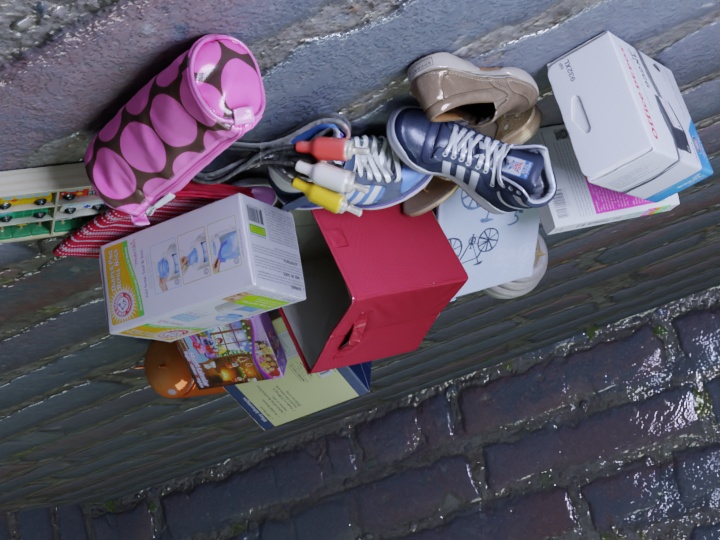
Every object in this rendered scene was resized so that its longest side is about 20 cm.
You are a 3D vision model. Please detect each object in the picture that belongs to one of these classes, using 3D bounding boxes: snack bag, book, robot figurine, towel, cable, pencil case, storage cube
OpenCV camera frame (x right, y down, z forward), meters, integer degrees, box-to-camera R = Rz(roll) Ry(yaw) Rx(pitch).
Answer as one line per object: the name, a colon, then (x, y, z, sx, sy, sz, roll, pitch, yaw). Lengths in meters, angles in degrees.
snack bag: (0.173, -0.061, 1.321, 0.186, 0.203, 0.021, -15, -150, -29)
book: (0.313, -0.129, 1.284, 0.197, 0.136, 0.048, -10, 165, -21)
robot figurine: (-0.291, 0.161, 1.701, 0.198, 0.144, 0.118, 0, 129, -47)
towel: (-0.228, -0.052, 1.092, 0.198, 0.023, 0.144, -26, 162, 34)
cable: (-0.085, -0.116, 0.990, 0.196, 0.099, 0.050, 8, -157, 1)
pencil case: (-0.165, -0.122, 0.880, 0.090, 0.095, 0.199, -2, 158, -43)
storage cube: (0.000, 0.000, 1.262, 0.177, 0.202, 0.172, -8, 148, -32)

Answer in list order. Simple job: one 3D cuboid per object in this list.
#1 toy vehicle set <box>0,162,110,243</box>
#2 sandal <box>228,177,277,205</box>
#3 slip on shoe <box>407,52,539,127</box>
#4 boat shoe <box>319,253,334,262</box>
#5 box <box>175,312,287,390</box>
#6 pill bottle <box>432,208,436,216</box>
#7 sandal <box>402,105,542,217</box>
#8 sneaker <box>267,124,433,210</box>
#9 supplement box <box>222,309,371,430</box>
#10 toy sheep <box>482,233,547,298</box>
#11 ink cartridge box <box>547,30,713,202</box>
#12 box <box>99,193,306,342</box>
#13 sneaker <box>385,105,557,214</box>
toy vehicle set: (-0.293, -0.075, 1.037, 0.197, 0.027, 0.124, -10, 164, -23)
sandal: (-0.151, -0.055, 1.214, 0.081, 0.051, 0.203, -8, 163, -28)
slip on shoe: (0.128, -0.181, 1.044, 0.075, 0.062, 0.198, -27, 162, 35)
boat shoe: (-0.046, -0.019, 1.406, 0.198, 0.075, 0.075, -1, 159, -44)
box: (-0.197, 0.073, 1.366, 0.135, 0.039, 0.202, -10, 124, 13)
pill bottle: (0.137, -0.054, 1.388, 0.197, 0.121, 0.119, -6, 162, -33)
sandal: (0.112, -0.150, 1.171, 0.210, 0.078, 0.069, -33, 127, 28)
sneaker: (-0.005, -0.120, 1.077, 0.196, 0.082, 0.147, -9, 168, -5)
supplement box: (-0.113, 0.109, 1.500, 0.197, 0.135, 0.201, -22, 126, 23)
toy sheep: (0.237, -0.020, 1.590, 0.136, 0.140, 0.200, -13, 165, -13)
ink cartridge box: (0.310, -0.169, 1.116, 0.083, 0.147, 0.199, -26, 162, 33)
box: (-0.175, 0.003, 1.083, 0.197, 0.103, 0.112, -17, 164, 24)
sneaker: (0.128, -0.125, 1.071, 0.198, 0.071, 0.108, 28, 167, -27)
